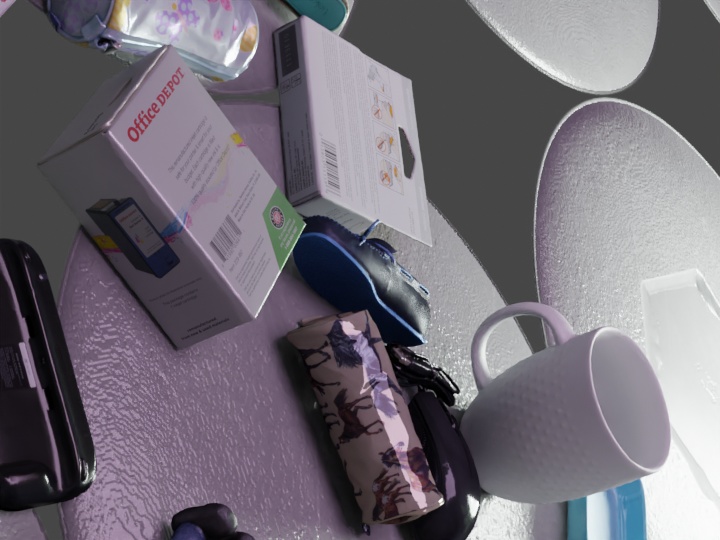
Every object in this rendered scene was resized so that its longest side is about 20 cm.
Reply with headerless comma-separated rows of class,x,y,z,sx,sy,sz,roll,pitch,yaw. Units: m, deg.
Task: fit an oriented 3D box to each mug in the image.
mug,0.181,0.128,1.772,0.147,0.175,0.201,-23,89,-58

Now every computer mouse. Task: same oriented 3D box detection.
computer mouse,0.076,0.168,1.694,0.138,0.052,0.202,34,45,-56

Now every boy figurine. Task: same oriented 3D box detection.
boy figurine,-0.138,0.260,1.331,0.125,0.064,0.201,55,31,-22

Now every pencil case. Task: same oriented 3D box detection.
pencil case,-0.173,-0.217,1.553,0.199,0.083,0.091,7,41,-55
pencil case,0.003,0.128,1.606,0.077,0.089,0.201,-21,87,-29

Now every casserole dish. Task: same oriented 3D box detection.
casserole dish,0.259,0.271,1.925,0.121,0.039,0.201,38,41,-37

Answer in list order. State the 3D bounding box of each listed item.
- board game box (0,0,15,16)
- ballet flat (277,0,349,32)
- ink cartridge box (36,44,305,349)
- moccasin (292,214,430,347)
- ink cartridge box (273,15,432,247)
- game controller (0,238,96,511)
board game box,-0.278,-0.296,1.414,0.126,0.034,0.200,49,66,-26
ballet flat,-0.087,-0.305,1.774,0.200,0.067,0.062,45,10,-36
ink cartridge box,-0.151,-0.062,1.489,0.201,0.087,0.146,55,34,-21
moccasin,0.000,0.000,1.690,0.200,0.080,0.069,49,49,-48
ink cartridge box,-0.007,-0.128,1.780,0.173,0.043,0.202,25,50,-47
game controller,-0.253,0.072,1.312,0.104,0.042,0.202,-8,76,-42
